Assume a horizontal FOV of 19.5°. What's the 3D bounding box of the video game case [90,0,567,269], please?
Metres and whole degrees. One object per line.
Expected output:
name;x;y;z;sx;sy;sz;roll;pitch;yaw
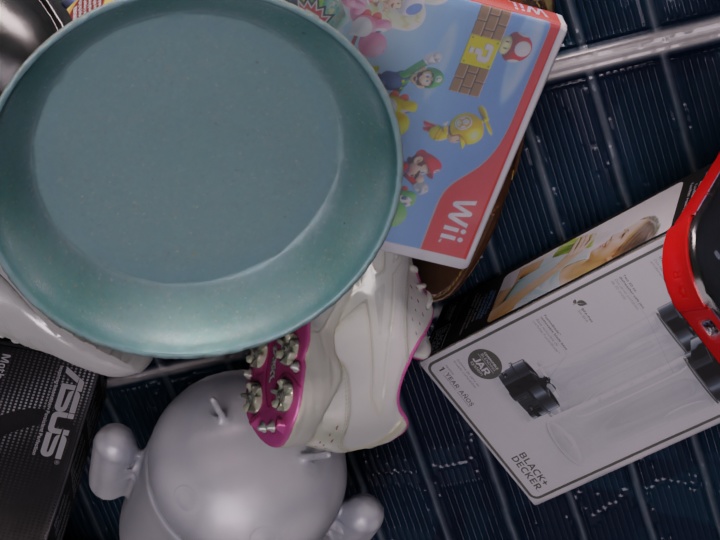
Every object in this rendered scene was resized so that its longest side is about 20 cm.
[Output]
video game case;-0.017;-0.083;1.012;0.199;0.017;0.143;13;119;-16

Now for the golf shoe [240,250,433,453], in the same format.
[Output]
golf shoe;0.000;0.000;1.109;0.091;0.075;0.201;14;88;-27

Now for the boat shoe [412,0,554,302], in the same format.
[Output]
boat shoe;0.050;-0.066;1.118;0.072;0.068;0.201;16;119;1

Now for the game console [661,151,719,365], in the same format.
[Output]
game console;0.243;0.012;1.073;0.031;0.177;0.200;-17;117;50

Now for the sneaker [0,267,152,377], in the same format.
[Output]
sneaker;-0.208;0.004;1.205;0.200;0.076;0.081;34;130;-4

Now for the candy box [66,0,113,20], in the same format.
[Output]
candy box;-0.055;-0.127;1.024;0.200;0.057;0.117;-40;117;15

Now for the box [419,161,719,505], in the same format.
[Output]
box;0.147;0.037;1.143;0.200;0.060;0.117;-30;109;32

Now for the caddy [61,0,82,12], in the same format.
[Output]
caddy;-0.158;-0.184;1.068;0.141;0.105;0.200;-27;110;22

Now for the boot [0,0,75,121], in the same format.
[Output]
boot;-0.232;-0.144;0.950;0.198;0.162;0.073;45;104;14

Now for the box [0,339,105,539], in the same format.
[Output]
box;-0.247;0.128;1.197;0.159;0.201;0.044;10;145;5

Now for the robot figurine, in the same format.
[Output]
robot figurine;-0.074;0.129;1.193;0.169;0.113;0.200;14;148;-10

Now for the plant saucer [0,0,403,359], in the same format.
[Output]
plant saucer;-0.080;-0.050;0.989;0.199;0.036;0.201;-5;123;-7
